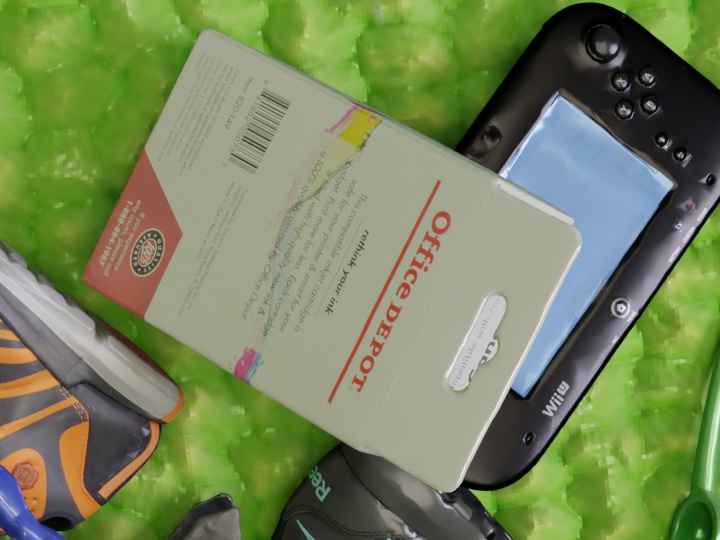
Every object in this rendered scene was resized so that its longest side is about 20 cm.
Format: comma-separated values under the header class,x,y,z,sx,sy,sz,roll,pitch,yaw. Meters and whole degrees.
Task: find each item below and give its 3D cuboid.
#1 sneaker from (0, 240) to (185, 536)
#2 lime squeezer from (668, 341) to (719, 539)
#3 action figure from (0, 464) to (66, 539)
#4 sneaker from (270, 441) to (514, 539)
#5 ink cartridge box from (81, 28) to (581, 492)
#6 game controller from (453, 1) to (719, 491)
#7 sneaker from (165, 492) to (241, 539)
class,x,y,z,sx,sy,sz,roll,pitch,yaw
sneaker,-0.175,0.036,1.199,0.200,0.078,0.112,39,90,-13
lime squeezer,0.164,0.126,1.289,0.070,0.038,0.201,-19,100,-6
action figure,-0.116,0.145,1.161,0.200,0.099,0.065,36,118,-21
sneaker,0.049,0.149,1.264,0.200,0.075,0.079,45,99,-4
ink cartridge box,0.000,0.000,1.168,0.067,0.199,0.117,21,98,-56
game controller,0.073,-0.010,1.234,0.104,0.042,0.201,36,82,0
sneaker,-0.044,0.202,1.254,0.104,0.060,0.200,-33,99,1
